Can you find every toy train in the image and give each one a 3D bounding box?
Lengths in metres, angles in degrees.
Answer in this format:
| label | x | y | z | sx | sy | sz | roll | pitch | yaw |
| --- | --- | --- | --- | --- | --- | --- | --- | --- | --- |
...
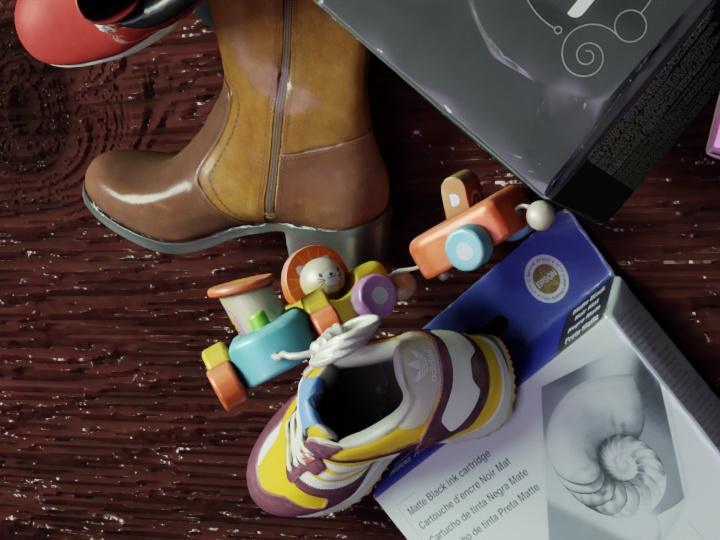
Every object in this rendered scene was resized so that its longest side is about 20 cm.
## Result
| label | x | y | z | sx | sy | sz | roll | pitch | yaw |
| --- | --- | --- | --- | --- | --- | --- | --- | --- | --- |
| toy train | 0.000 | 0.000 | 0.936 | 0.150 | 0.200 | 0.056 | -28 | 92 | 37 |

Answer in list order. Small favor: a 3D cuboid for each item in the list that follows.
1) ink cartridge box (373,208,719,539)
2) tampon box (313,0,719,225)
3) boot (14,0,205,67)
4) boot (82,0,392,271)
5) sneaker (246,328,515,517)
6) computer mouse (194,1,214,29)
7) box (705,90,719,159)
| label | x | y | z | sx | sy | sz | roll | pitch | yaw |
| --- | --- | --- | --- | --- | --- | --- | --- | --- | --- |
| ink cartridge box | 0.100 | 0.102 | 1.008 | 0.200 | 0.041 | 0.200 | 51 | 125 | 6 |
| tampon box | 0.080 | -0.117 | 0.823 | 0.150 | 0.200 | 0.126 | 41 | 97 | 11 |
| boot | -0.121 | -0.134 | 0.892 | 0.199 | 0.144 | 0.073 | -21 | 103 | 37 |
| boot | -0.074 | -0.099 | 0.992 | 0.187 | 0.069 | 0.201 | 15 | 131 | 25 |
| sneaker | -0.013 | 0.079 | 1.016 | 0.200 | 0.090 | 0.075 | -33 | 60 | 39 |
| computer mouse | -0.019 | -0.174 | 0.984 | 0.199 | 0.034 | 0.059 | -23 | 94 | 35 |
| box | 0.225 | -0.148 | 0.753 | 0.096 | 0.176 | 0.201 | 17 | 115 | 19 |
